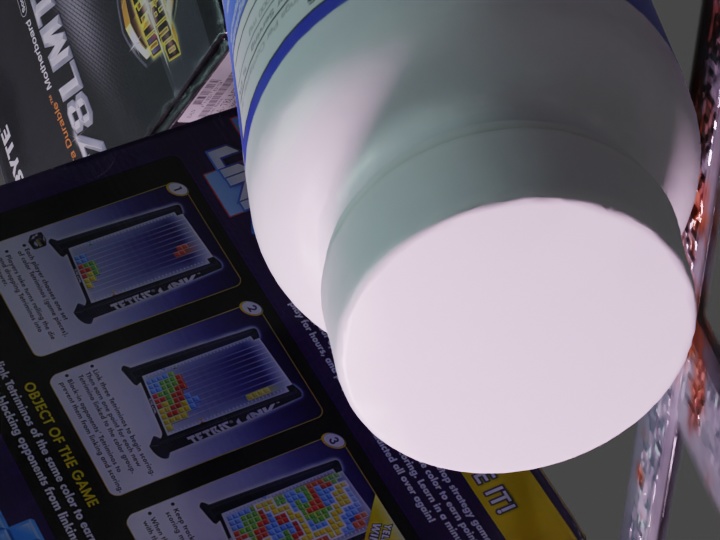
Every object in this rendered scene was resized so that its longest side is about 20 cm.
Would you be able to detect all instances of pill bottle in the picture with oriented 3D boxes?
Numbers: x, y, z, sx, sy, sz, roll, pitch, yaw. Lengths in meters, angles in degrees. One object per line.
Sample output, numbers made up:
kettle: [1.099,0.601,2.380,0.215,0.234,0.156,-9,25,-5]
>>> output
pill bottle: [0.023,-0.047,0.551,0.200,0.111,0.112,-102,14,-50]

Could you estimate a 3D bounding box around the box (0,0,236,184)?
box: [-0.108,-0.122,0.925,0.198,0.050,0.201,-44,57,45]

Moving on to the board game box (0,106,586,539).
board game box: [-0.052,0.051,0.678,0.200,0.165,0.057,57,154,31]
